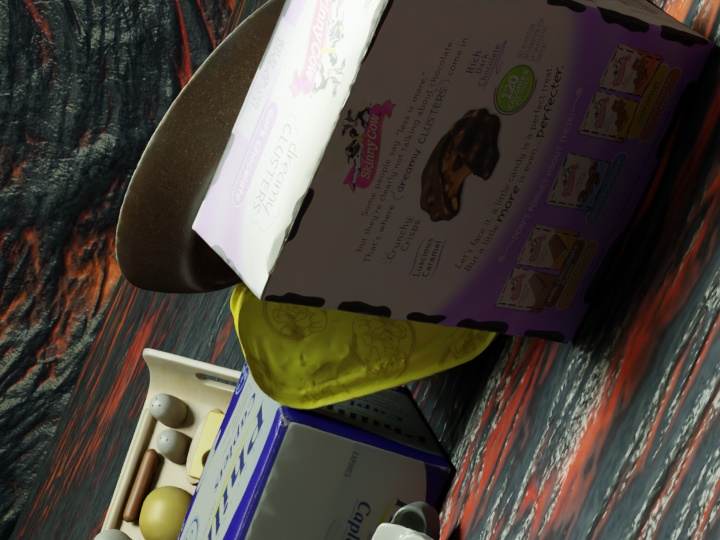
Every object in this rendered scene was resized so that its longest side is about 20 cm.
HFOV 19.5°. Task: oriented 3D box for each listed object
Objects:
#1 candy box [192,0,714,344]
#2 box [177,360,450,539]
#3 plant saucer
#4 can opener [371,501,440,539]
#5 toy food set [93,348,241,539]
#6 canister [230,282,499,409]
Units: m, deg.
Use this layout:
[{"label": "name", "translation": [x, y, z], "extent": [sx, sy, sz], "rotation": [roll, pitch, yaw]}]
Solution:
[{"label": "candy box", "translation": [0.044, -0.063, 0.976], "extent": [0.072, 0.199, 0.168], "rotation": [43, 115, 45]}, {"label": "box", "translation": [-0.041, 0.158, 1.258], "extent": [0.200, 0.104, 0.185], "rotation": [-126, 57, -76]}, {"label": "plant saucer", "translation": [-0.046, -0.062, 1.092], "extent": [0.200, 0.034, 0.201], "rotation": [-45, -21, -22]}, {"label": "can opener", "translation": [0.001, 0.221, 1.121], "extent": [0.066, 0.052, 0.201], "rotation": [-6, -56, -63]}, {"label": "toy food set", "translation": [-0.134, 0.168, 1.572], "extent": [0.060, 0.143, 0.201], "rotation": [42, -117, -61]}, {"label": "canister", "translation": [0.000, 0.000, 1.244], "extent": [0.200, 0.148, 0.087], "rotation": [-101, -6, -75]}]
